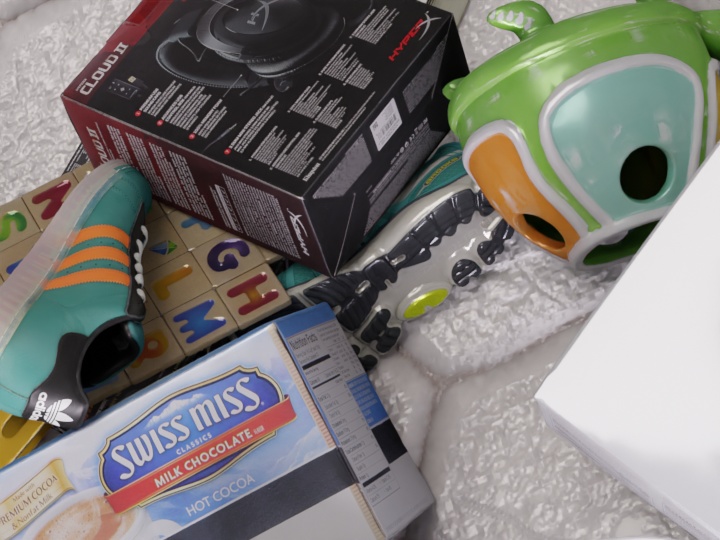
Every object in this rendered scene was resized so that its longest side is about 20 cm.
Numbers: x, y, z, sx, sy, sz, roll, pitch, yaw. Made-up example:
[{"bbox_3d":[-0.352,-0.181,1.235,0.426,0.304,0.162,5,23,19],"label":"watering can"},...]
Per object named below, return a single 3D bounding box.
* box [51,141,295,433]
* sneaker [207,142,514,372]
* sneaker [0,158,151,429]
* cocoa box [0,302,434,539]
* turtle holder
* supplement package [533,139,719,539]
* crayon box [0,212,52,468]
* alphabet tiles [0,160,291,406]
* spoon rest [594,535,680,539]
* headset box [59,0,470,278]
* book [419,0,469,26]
[{"bbox_3d":[-0.131,0.007,1.670,0.157,0.050,0.201,24,80,33],"label":"box"},{"bbox_3d":[0.000,0.000,1.607,0.199,0.078,0.080,-33,37,4],"label":"sneaker"},{"bbox_3d":[-0.147,0.017,1.527,0.080,0.072,0.200,29,41,1],"label":"sneaker"},{"bbox_3d":[-0.085,0.121,1.519,0.199,0.133,0.132,-28,88,13],"label":"cocoa box"},{"bbox_3d":[0.143,-0.077,1.534,0.141,0.185,0.132,-40,65,46],"label":"turtle holder"},{"bbox_3d":[0.208,0.036,1.418,0.155,0.111,0.200,36,86,11],"label":"supplement package"},{"bbox_3d":[-0.223,0.039,1.642,0.126,0.052,0.200,-49,53,-1],"label":"crayon box"},{"bbox_3d":[-0.132,-0.005,1.592,0.199,0.006,0.167,-27,49,-9],"label":"alphabet tiles"},{"bbox_3d":[0.107,0.177,1.464,0.199,0.061,0.100,10,72,31],"label":"spoon rest"},{"bbox_3d":[-0.059,-0.102,1.598,0.199,0.077,0.149,22,61,31],"label":"headset box"},{"bbox_3d":[-0.005,-0.163,1.693,0.133,0.048,0.201,17,80,33],"label":"book"}]
